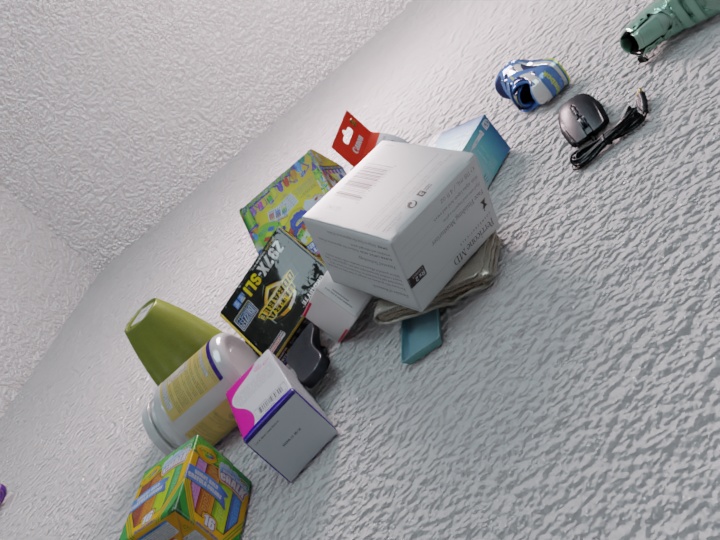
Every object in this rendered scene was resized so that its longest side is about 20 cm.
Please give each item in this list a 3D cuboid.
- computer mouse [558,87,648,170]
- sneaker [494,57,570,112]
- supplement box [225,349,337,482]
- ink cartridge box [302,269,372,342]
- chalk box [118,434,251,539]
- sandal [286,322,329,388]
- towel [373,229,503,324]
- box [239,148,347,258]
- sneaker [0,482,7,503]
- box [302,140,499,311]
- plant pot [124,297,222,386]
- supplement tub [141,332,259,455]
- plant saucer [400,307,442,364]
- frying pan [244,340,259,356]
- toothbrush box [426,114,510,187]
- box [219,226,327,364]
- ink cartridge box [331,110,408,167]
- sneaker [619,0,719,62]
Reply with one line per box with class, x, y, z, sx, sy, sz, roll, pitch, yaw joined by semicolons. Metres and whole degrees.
computer mouse;0.362;-0.245;1.275;0.140;0.046;0.201;-36;22;26
sneaker;0.298;-0.339;1.546;0.083;0.074;0.200;-50;20;-9
supplement box;-0.124;0.212;1.259;0.101;0.103;0.200;-45;21;-3
ink cartridge box;0.000;0.000;1.387;0.201;0.084;0.145;-55;-2;-24
chalk box;-0.248;0.339;1.225;0.124;0.124;0.201;-37;22;18
sandal;-0.082;0.148;1.391;0.076;0.043;0.200;-50;18;8
towel;0.116;0.009;1.245;0.198;0.035;0.133;-21;26;29
box;-0.099;-0.086;1.621;0.199;0.122;0.194;-37;64;19
sneaker;-0.990;0.644;2.182;0.201;0.080;0.083;-57;35;-5
box;0.059;-0.072;1.222;0.199;0.132;0.199;17;54;45
plant pot;-0.380;0.157;1.721;0.186;0.200;0.188;-38;21;17
supplement tub;-0.267;0.222;1.457;0.199;0.145;0.146;-40;21;11
plant saucer;0.091;0.066;1.245;0.070;0.019;0.201;-37;21;21
frying pan;-0.217;0.146;1.670;0.114;0.031;0.191;-31;21;33
toothbrush box;0.152;-0.159;1.463;0.146;0.085;0.201;-15;35;52
box;-0.145;0.047;1.517;0.159;0.049;0.201;39;97;32
ink cartridge box;0.045;-0.222;1.622;0.057;0.200;0.163;-34;23;30
sneaker;0.479;-0.382;1.268;0.118;0.074;0.200;-44;9;-16
